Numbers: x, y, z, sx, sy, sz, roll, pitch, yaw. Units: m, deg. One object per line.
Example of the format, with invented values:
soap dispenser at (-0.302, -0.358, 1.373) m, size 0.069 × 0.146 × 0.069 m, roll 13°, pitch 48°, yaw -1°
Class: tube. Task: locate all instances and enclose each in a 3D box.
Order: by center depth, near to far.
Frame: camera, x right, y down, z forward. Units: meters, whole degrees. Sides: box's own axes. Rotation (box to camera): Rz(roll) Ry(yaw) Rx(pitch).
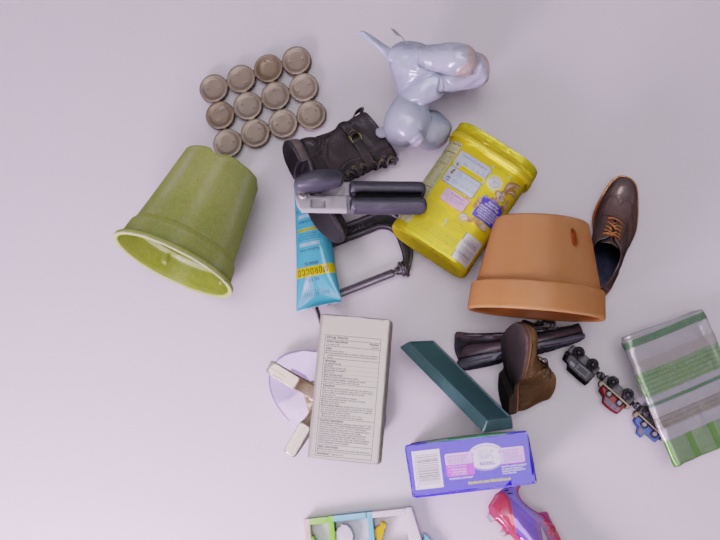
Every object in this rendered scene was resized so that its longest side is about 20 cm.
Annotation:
tube at (-0.074, -0.039, 1.429) m, size 0.077 × 0.050 × 0.201 m, roll -13°, pitch 73°, yaw 24°

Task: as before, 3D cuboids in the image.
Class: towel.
towel at (0.485, 0.173, 1.342) m, size 0.148 × 0.031 × 0.201 m, roll -18°, pitch 81°, yaw -13°

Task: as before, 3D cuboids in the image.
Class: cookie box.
cookie box at (0.154, 0.274, 1.286) m, size 0.170 × 0.200 × 0.076 m, roll -7°, pitch 79°, yaw 4°

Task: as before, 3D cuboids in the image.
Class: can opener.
can opener at (0.001, -0.115, 1.326) m, size 0.198 × 0.067 × 0.054 m, roll 0°, pitch 67°, yaw -5°

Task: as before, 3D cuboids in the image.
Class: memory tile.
memory tile at (-0.164, -0.283, 1.508) m, size 0.199 × 0.017 × 0.154 m, roll -18°, pitch 79°, yaw 3°

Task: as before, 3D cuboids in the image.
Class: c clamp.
c clamp at (0.000, 0.000, 1.440) m, size 0.199 × 0.027 × 0.172 m, roll -27°, pitch 72°, yaw 1°

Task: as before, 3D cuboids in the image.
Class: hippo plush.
hippo plush at (0.105, -0.267, 1.396) m, size 0.159 × 0.199 × 0.162 m, roll 13°, pitch 93°, yaw 46°

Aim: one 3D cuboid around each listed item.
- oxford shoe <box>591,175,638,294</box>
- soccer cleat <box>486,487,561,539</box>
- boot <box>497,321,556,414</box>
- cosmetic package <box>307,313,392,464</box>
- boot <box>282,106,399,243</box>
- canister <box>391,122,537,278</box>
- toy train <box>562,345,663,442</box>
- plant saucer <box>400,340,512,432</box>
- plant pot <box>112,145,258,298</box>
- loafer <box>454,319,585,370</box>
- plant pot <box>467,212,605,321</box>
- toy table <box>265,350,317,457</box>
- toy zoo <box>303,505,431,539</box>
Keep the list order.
oxford shoe at (0.389, -0.055, 1.381) m, size 0.071 × 0.073 × 0.201 m, roll 14°, pitch 82°, yaw 8°
soccer cleat at (0.272, 0.403, 1.323) m, size 0.076 × 0.067 × 0.200 m, roll -43°, pitch 76°, yaw -7°
boot at (0.247, 0.137, 1.312) m, size 0.075 × 0.201 × 0.074 m, roll -10°, pitch 51°, yaw -4°
cosmetic package at (-0.012, 0.167, 1.270) m, size 0.104 × 0.071 × 0.201 m, roll 6°, pitch 82°, yaw 6°
boot at (-0.013, -0.156, 1.423) m, size 0.173 × 0.069 × 0.201 m, roll -21°, pitch 79°, yaw -25°
canister at (0.159, -0.108, 1.401) m, size 0.148 × 0.087 × 0.201 m, roll 34°, pitch 81°, yaw 10°
toy train at (0.386, 0.191, 1.360) m, size 0.200 × 0.034 × 0.046 m, roll 42°, pitch 90°, yaw 11°
plant saucer at (0.143, 0.166, 1.331) m, size 0.200 × 0.070 × 0.019 m, roll 45°, pitch 120°, yaw 38°
plant pot at (-0.254, -0.086, 1.410) m, size 0.199 × 0.201 × 0.185 m, roll 20°, pitch 71°, yaw 9°
loafer at (0.239, 0.101, 1.375) m, size 0.199 × 0.072 × 0.063 m, roll -15°, pitch 75°, yaw 6°
plant pot at (0.261, -0.003, 1.319) m, size 0.199 × 0.200 × 0.141 m, roll 4°, pitch 83°, yaw 7°
toy table at (-0.057, 0.195, 1.365) m, size 0.199 × 0.117 × 0.185 m, roll 18°, pitch 83°, yaw 8°
toy zoo at (0.018, 0.432, 1.364) m, size 0.198 × 0.020 × 0.132 m, roll -7°, pitch 80°, yaw 5°
